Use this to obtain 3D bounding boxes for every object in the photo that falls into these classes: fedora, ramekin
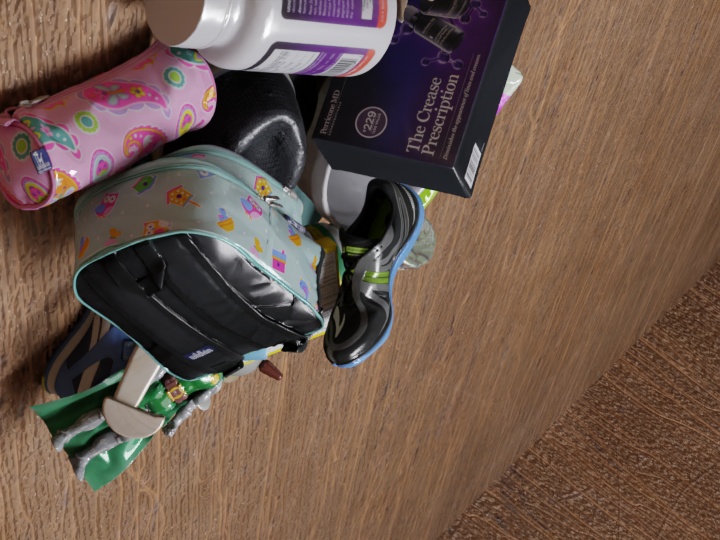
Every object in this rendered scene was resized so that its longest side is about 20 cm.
[{"bbox_3d":[-0.110,-0.107,1.477,0.200,0.092,0.201,-18,139,-16],"label":"fedora"},{"bbox_3d":[0.002,-0.150,1.669,0.200,0.105,0.200,-36,149,-25],"label":"ramekin"}]

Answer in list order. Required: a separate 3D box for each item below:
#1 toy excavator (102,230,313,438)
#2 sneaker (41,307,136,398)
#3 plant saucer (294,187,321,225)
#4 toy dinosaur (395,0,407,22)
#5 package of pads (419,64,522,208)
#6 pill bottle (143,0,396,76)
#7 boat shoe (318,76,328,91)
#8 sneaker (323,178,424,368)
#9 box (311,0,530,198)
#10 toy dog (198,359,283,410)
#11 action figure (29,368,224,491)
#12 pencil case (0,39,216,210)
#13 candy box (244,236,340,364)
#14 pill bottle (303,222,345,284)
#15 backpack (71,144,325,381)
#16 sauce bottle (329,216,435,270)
[{"bbox_3d":[-0.141,0.052,1.529,0.100,0.200,0.195,171,-84,-85],"label":"toy excavator"},{"bbox_3d":[-0.229,0.059,1.620,0.200,0.082,0.074,-58,158,16],"label":"sneaker"},{"bbox_3d":[-0.078,-0.070,1.792,0.201,0.039,0.201,-44,161,-20],"label":"plant saucer"},{"bbox_3d":[0.035,-0.317,1.445,0.200,0.135,0.086,-68,-165,-6],"label":"toy dinosaur"},{"bbox_3d":[0.077,-0.163,1.829,0.200,0.068,0.155,-52,-160,2],"label":"package of pads"},{"bbox_3d":[-0.076,-0.221,1.373,0.200,0.111,0.112,-2,131,-44],"label":"pill bottle"},{"bbox_3d":[-0.049,-0.219,1.572,0.200,0.063,0.073,-50,138,-12],"label":"boat shoe"},{"bbox_3d":[0.000,0.000,1.632,0.083,0.071,0.200,34,69,-48],"label":"sneaker"},{"bbox_3d":[0.057,-0.182,1.513,0.079,0.141,0.200,49,56,-64],"label":"box"},{"bbox_3d":[-0.156,0.103,1.844,0.200,0.096,0.132,-32,153,-44],"label":"toy dog"},{"bbox_3d":[-0.199,0.123,1.583,0.200,0.055,0.118,-33,124,-3],"label":"action figure"},{"bbox_3d":[-0.208,-0.121,1.336,0.200,0.087,0.088,-32,154,-41],"label":"pencil case"},{"bbox_3d":[-0.110,0.043,1.634,0.200,0.026,0.102,-20,129,-22],"label":"candy box"},{"bbox_3d":[-0.111,0.023,1.713,0.200,0.113,0.113,-14,145,-25],"label":"pill bottle"},{"bbox_3d":[-0.141,-0.015,1.380,0.176,0.154,0.200,-18,150,28],"label":"backpack"},{"bbox_3d":[0.001,-0.031,1.804,0.065,0.065,0.200,-40,-158,-28],"label":"sauce bottle"}]
